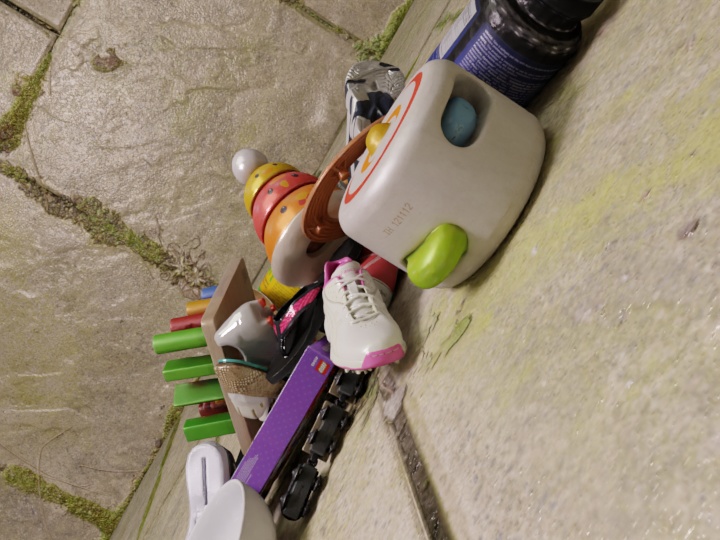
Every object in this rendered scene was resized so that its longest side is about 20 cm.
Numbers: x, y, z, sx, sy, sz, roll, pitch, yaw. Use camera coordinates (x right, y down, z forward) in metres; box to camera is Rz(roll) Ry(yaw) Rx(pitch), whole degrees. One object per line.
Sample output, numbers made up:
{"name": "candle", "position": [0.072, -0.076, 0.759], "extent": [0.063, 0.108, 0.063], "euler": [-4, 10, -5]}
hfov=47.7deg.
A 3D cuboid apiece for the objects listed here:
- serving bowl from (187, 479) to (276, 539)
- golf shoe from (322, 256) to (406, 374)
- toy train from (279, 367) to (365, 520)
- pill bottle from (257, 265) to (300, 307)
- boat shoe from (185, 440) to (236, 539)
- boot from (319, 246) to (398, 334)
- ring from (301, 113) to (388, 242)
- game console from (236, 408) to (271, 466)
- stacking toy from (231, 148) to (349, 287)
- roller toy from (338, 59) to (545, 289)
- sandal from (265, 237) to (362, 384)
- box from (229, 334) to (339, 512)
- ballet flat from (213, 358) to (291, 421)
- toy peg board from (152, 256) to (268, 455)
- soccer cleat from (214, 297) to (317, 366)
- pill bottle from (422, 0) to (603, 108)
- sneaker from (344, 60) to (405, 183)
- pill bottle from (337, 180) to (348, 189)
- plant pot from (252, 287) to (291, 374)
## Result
{"name": "serving bowl", "position": [-0.136, 0.317, 0.816], "extent": [0.201, 0.065, 0.201], "euler": [-53, 21, 29]}
{"name": "golf shoe", "position": [-0.007, 0.042, 0.832], "extent": [0.200, 0.075, 0.093], "euler": [-141, 38, -72]}
{"name": "toy train", "position": [-0.034, 0.166, 0.854], "extent": [0.046, 0.034, 0.201], "euler": [117, 178, -67]}
{"name": "pill bottle", "position": [-0.112, 0.044, 1.327], "extent": [0.201, 0.110, 0.111], "euler": [-57, 11, 18]}
{"name": "boat shoe", "position": [-0.163, 0.302, 0.948], "extent": [0.071, 0.071, 0.202], "euler": [34, -126, -65]}
{"name": "boot", "position": [0.000, 0.000, 1.035], "extent": [0.200, 0.072, 0.145], "euler": [-29, 32, 56]}
{"name": "ring", "position": [0.016, -0.101, 0.907], "extent": [0.200, 0.019, 0.201], "euler": [-37, -20, -15]}
{"name": "game console", "position": [-0.152, 0.278, 1.145], "extent": [0.178, 0.031, 0.201], "euler": [-58, 10, 34]}
{"name": "stacking toy", "position": [-0.105, -0.089, 1.051], "extent": [0.146, 0.200, 0.147], "euler": [-35, -28, -22]}
{"name": "roller toy", "position": [0.066, -0.091, 0.752], "extent": [0.184, 0.139, 0.200], "euler": [-59, 10, 7]}
{"name": "sandal", "position": [-0.065, 0.039, 0.954], "extent": [0.201, 0.045, 0.075], "euler": [-61, 20, -14]}
{"name": "box", "position": [-0.080, 0.171, 0.948], "extent": [0.201, 0.039, 0.137], "euler": [-60, -5, 7]}
{"name": "ballet flat", "position": [-0.119, 0.153, 1.006], "extent": [0.200, 0.070, 0.066], "euler": [30, -113, -62]}
{"name": "toy peg board", "position": [-0.197, 0.117, 1.112], "extent": [0.200, 0.097, 0.202], "euler": [-84, -17, -66]}
{"name": "soccer cleat", "position": [-0.112, 0.094, 1.041], "extent": [0.077, 0.200, 0.070], "euler": [-32, 58, 9]}
{"name": "pill bottle", "position": [0.145, -0.223, 0.803], "extent": [0.200, 0.111, 0.112], "euler": [-48, 16, 49]}
{"name": "sneaker", "position": [0.013, -0.166, 1.023], "extent": [0.200, 0.079, 0.130], "euler": [-100, 17, -44]}
{"name": "pill bottle", "position": [-0.016, -0.062, 1.137], "extent": [0.201, 0.116, 0.117], "euler": [-57, 11, 20]}
{"name": "plant pot", "position": [-0.164, 0.124, 1.285], "extent": [0.027, 0.201, 0.200], "euler": [-10, -33, -43]}
